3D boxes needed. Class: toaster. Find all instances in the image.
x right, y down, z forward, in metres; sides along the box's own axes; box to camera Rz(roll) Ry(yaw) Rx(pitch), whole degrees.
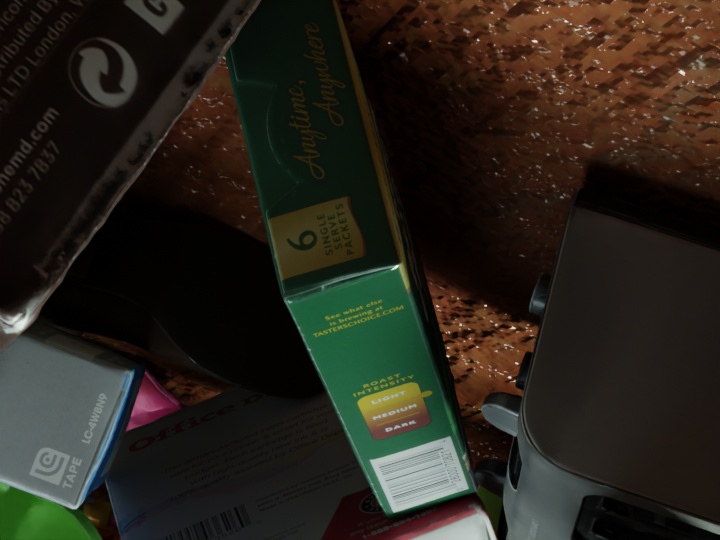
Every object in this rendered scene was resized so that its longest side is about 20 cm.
[{"bbox_3d":[0.148,0.074,0.746,0.200,0.119,0.181,18,158,8],"label":"toaster"}]

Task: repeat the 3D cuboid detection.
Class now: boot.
[{"bbox_3d":[-0.123,0.021,0.950,0.186,0.064,0.200,29,159,-15],"label":"boot"}]

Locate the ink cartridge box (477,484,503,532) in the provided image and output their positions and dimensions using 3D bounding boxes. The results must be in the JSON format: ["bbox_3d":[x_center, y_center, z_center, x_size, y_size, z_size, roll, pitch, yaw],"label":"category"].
[{"bbox_3d":[0.123,0.157,1.013,0.148,0.076,0.200,17,155,13],"label":"ink cartridge box"}]

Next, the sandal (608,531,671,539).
[{"bbox_3d":[0.102,0.122,0.694,0.075,0.048,0.200,17,170,8],"label":"sandal"}]

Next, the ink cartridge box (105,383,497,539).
[{"bbox_3d":[-0.028,0.122,0.857,0.200,0.147,0.086,-126,16,-70],"label":"ink cartridge box"}]

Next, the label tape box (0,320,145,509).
[{"bbox_3d":[-0.196,0.033,0.819,0.200,0.066,0.143,23,177,-3],"label":"label tape box"}]

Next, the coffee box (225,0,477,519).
[{"bbox_3d":[0.000,0.000,0.710,0.044,0.123,0.200,-15,149,4],"label":"coffee box"}]

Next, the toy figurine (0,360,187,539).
[{"bbox_3d":[-0.151,0.111,1.038,0.200,0.150,0.184,30,-158,27],"label":"toy figurine"}]

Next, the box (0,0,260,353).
[{"bbox_3d":[-0.148,-0.068,0.605,0.164,0.166,0.200,36,155,-9],"label":"box"}]
